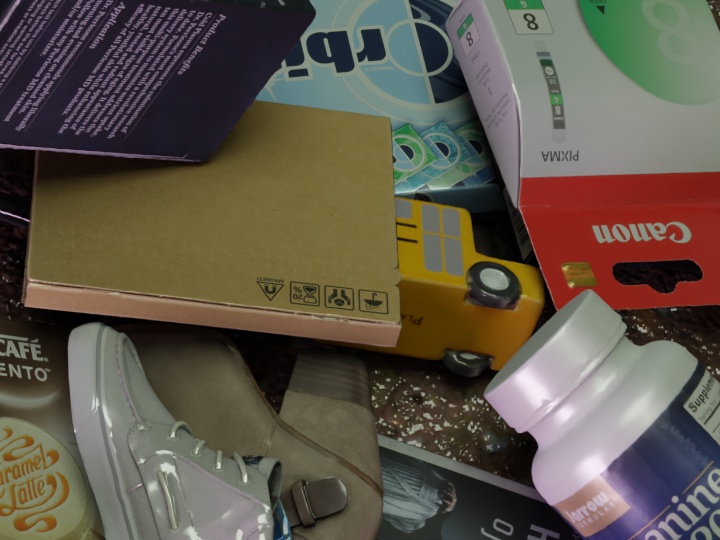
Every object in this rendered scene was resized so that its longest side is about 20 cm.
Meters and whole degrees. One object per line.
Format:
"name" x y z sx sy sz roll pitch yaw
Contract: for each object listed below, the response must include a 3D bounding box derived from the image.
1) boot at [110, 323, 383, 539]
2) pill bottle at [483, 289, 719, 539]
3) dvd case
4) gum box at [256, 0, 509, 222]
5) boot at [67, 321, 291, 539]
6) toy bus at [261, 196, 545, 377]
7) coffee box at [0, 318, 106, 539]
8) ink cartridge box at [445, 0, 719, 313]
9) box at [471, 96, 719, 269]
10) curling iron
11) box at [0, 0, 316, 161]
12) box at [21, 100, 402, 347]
"boot" -0.081 0.110 1.445 0.198 0.070 0.147 3 64 22
"pill bottle" 0.163 0.110 1.449 0.200 0.111 0.111 46 60 -2
"dvd case" 0.034 0.171 1.468 0.199 0.025 0.151 18 57 2
"gum box" -0.001 -0.118 1.629 0.168 0.045 0.201 -5 61 -14
"boot" -0.084 0.109 1.383 0.095 0.074 0.201 -20 70 10
"toy bus" 0.000 0.000 1.522 0.198 0.065 0.079 9 42 -13
"coffee box" -0.195 0.127 1.398 0.114 0.080 0.201 9 54 -36
"ink cartridge box" 0.153 -0.075 1.551 0.160 0.050 0.201 -3 57 -29
"box" 0.168 -0.068 1.608 0.199 0.036 0.144 1 58 -27
"curling iron" -0.136 -0.009 1.544 0.199 0.026 0.050 24 47 4
"box" -0.163 -0.171 1.414 0.196 0.124 0.201 3 47 -48
"box" -0.078 -0.035 1.462 0.198 0.021 0.164 7 45 -9
